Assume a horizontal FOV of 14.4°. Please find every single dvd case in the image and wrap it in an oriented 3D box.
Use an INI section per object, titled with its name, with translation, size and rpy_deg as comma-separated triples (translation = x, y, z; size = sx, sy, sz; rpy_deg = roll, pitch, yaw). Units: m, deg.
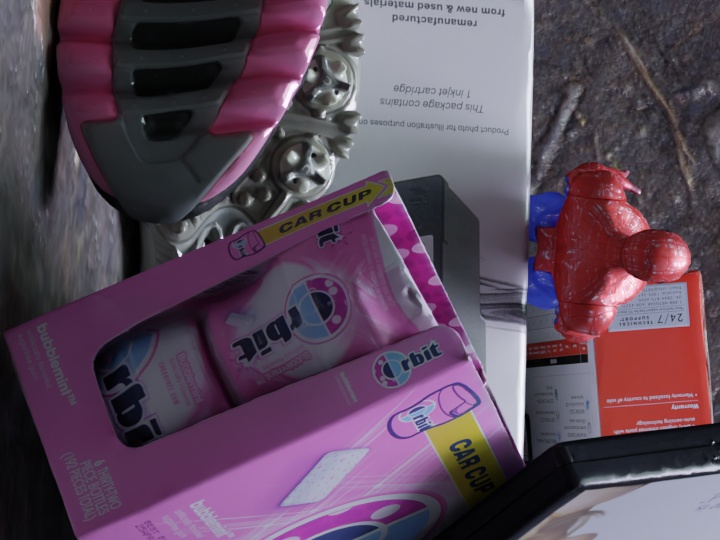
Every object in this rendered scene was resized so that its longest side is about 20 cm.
[dvd case]
translation = 0.054, 0.101, 0.897
size = 0.200, 0.143, 0.018
rpy_deg = -42, -118, 41

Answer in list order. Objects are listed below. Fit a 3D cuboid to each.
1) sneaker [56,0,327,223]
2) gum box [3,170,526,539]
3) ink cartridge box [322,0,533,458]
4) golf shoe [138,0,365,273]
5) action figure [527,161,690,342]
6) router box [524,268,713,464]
[sneaker]
translation = -0.050, -0.098, 0.877
size = 0.095, 0.079, 0.200
rpy_deg = 106, -9, -65
[gum box]
translation = -0.017, 0.050, 0.829
size = 0.200, 0.113, 0.066
rpy_deg = 61, 5, -67
[ink cartridge box]
translation = 0.000, 0.000, 1.063
size = 0.146, 0.084, 0.200
rpy_deg = 173, -81, -72
[golf shoe]
translation = -0.048, -0.023, 0.972
size = 0.097, 0.078, 0.200
rpy_deg = -161, -102, -78
[action figure]
translation = 0.074, -0.008, 1.042
size = 0.200, 0.052, 0.065
rpy_deg = -171, -91, -77
[router box]
translation = 0.106, 0.094, 1.246
size = 0.200, 0.049, 0.180
rpy_deg = 166, -79, -81
